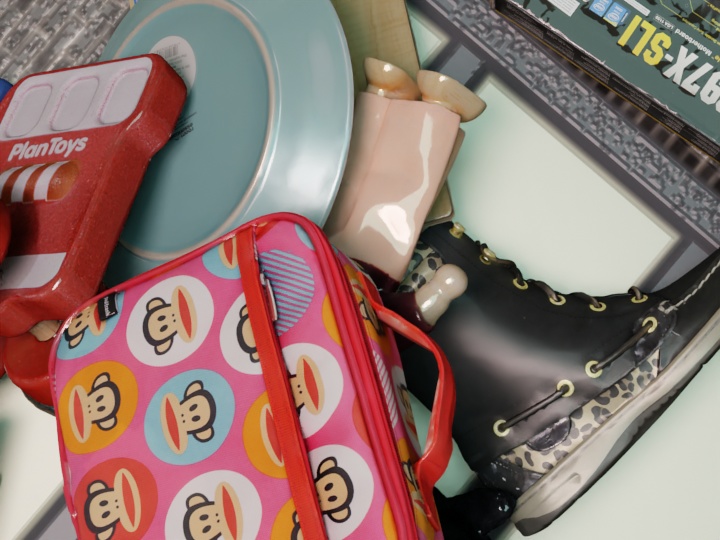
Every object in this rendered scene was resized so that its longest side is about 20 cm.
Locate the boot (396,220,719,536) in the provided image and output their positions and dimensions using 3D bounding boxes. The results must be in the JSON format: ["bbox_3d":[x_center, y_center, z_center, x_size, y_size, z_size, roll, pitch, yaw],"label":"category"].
[{"bbox_3d":[0.104,0.015,0.812,0.154,0.073,0.204,43,87,9],"label":"boot"}]

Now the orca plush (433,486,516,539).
[{"bbox_3d":[0.048,0.138,0.765,0.105,0.200,0.071,30,99,-35],"label":"orca plush"}]

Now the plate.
[{"bbox_3d":[-0.087,-0.071,0.800,0.199,0.025,0.202,-8,77,39],"label":"plate"}]

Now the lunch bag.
[{"bbox_3d":[-0.039,0.082,0.685,0.175,0.082,0.201,-24,60,12],"label":"lunch bag"}]

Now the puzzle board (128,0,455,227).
[{"bbox_3d":[-0.042,-0.102,0.843,0.149,0.017,0.202,-15,73,8],"label":"puzzle board"}]

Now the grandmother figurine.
[{"bbox_3d":[0.000,0.000,0.772,0.121,0.060,0.202,16,81,44],"label":"grandmother figurine"}]

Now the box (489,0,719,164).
[{"bbox_3d":[0.193,-0.154,0.834,0.199,0.049,0.160,34,90,6],"label":"box"}]

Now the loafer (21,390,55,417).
[{"bbox_3d":[-0.088,0.055,0.823,0.198,0.063,0.073,5,87,4],"label":"loafer"}]

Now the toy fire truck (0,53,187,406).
[{"bbox_3d":[-0.188,-0.030,0.805,0.199,0.112,0.169,-3,56,39],"label":"toy fire truck"}]
